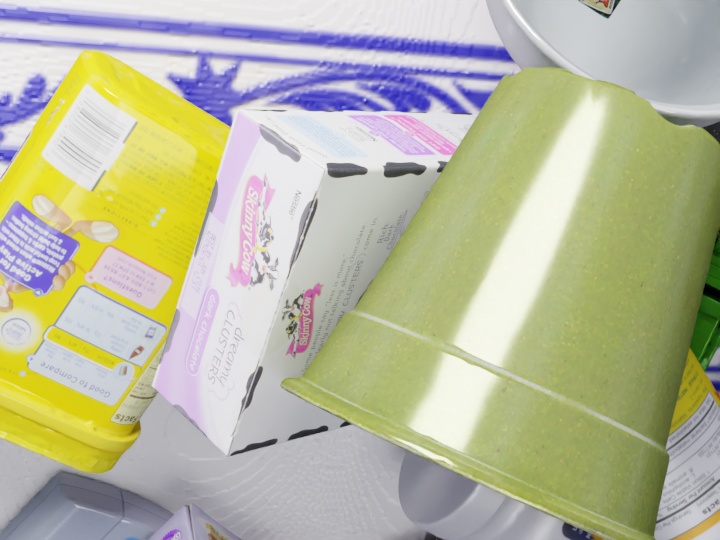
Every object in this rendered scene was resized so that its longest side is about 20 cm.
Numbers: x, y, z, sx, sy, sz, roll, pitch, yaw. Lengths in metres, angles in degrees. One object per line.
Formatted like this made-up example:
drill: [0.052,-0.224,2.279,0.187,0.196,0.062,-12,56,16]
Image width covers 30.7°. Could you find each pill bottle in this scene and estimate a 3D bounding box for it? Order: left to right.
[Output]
pill bottle: [0.128,0.165,0.876,0.200,0.116,0.116,33,104,-27]
pill bottle: [0.165,0.101,0.779,0.109,0.109,0.200,-32,97,3]

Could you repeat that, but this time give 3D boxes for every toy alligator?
toy alligator: [0.235,0.026,0.872,0.059,0.054,0.201,28,112,21]

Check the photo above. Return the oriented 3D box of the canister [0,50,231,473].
canister: [-0.147,-0.003,0.733,0.148,0.087,0.200,30,104,-27]

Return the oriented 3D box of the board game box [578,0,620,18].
board game box: [0.165,-0.225,0.637,0.023,0.200,0.105,27,153,4]

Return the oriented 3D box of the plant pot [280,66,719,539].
plant pot: [0.088,0.010,0.640,0.200,0.200,0.191,25,85,-25]

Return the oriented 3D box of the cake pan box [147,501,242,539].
cake pan box: [-0.106,0.273,0.867,0.184,0.052,0.200,-41,119,10]

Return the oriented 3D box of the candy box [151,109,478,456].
candy box: [0.000,0.000,0.728,0.200,0.071,0.168,-6,125,-48]

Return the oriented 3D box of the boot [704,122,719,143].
boot: [0.151,-0.052,0.809,0.131,0.070,0.201,4,109,-10]

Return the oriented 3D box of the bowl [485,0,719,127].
bowl: [0.146,-0.149,0.708,0.200,0.202,0.090,-1,157,-15]

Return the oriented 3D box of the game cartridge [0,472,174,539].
game cartridge: [-0.154,0.222,0.876,0.133,0.040,0.200,-47,119,6]
